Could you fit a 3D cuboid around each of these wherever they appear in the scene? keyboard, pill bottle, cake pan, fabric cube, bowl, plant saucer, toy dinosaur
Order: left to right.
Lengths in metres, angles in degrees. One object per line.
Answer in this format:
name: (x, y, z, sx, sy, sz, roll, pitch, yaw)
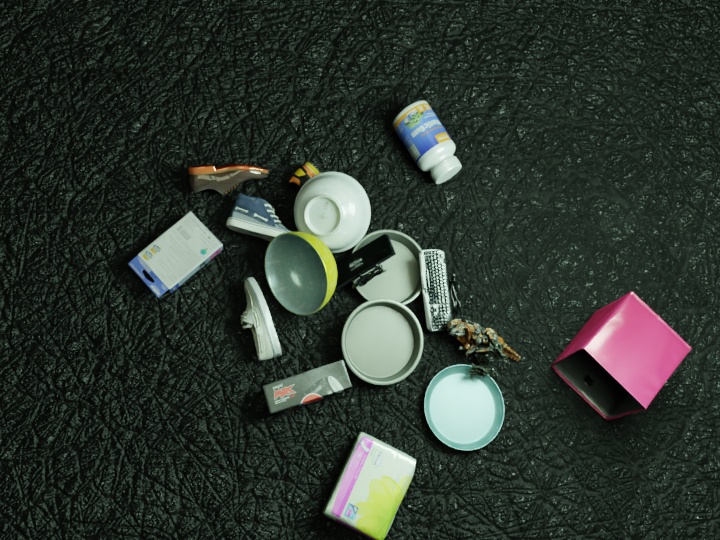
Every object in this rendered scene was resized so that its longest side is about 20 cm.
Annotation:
bowl: (-0.123, -0.005, 1.702, 0.107, 0.200, 0.201, -25, 75, -49)
bowl: (-0.080, -0.137, 1.728, 0.198, 0.090, 0.204, 2, 100, 12)
keyboard: (0.000, 0.000, 1.731, 0.199, 0.040, 0.105, -31, 45, 14)
cake pan: (0.050, 0.170, 1.701, 0.197, 0.037, 0.203, 1, 86, -10)
cake pan: (0.068, -0.002, 1.784, 0.197, 0.037, 0.203, 2, 73, -7)
pill bottle: (0.179, -0.332, 1.864, 0.111, 0.112, 0.201, -29, 78, -16)
keyboard: (0.204, 0.046, 1.757, 0.103, 0.040, 0.203, -5, 86, -25)
plant saucer: (0.248, 0.330, 1.714, 0.197, 0.027, 0.203, 2, 73, -7)
toy dinosaur: (0.306, 0.178, 1.732, 0.197, 0.103, 0.137, 5, 38, -6)
fabric cube: (0.621, 0.209, 1.717, 0.196, 0.200, 0.199, 43, 70, 7)

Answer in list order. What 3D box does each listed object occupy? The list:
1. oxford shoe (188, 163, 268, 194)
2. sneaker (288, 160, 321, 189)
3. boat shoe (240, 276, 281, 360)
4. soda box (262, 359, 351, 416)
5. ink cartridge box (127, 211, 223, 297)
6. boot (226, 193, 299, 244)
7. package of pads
oxford shoe: (-0.330, -0.230, 1.793, 0.197, 0.071, 0.074, -4, 102, -13)
sneaker: (-0.100, -0.177, 1.807, 0.090, 0.070, 0.201, -39, 84, 2)
boat shoe: (-0.250, 0.116, 1.688, 0.069, 0.071, 0.202, -17, 83, -16)
soda box: (-0.125, 0.274, 1.657, 0.198, 0.063, 0.072, -17, 76, -12)
ink cartridge box: (-0.445, -0.035, 1.718, 0.119, 0.042, 0.200, 45, 70, 6)
boot: (-0.226, -0.125, 1.760, 0.198, 0.073, 0.091, 17, 77, -2)
package of pads: (0.025, 0.489, 1.609, 0.153, 0.068, 0.202, 26, 72, 1)
